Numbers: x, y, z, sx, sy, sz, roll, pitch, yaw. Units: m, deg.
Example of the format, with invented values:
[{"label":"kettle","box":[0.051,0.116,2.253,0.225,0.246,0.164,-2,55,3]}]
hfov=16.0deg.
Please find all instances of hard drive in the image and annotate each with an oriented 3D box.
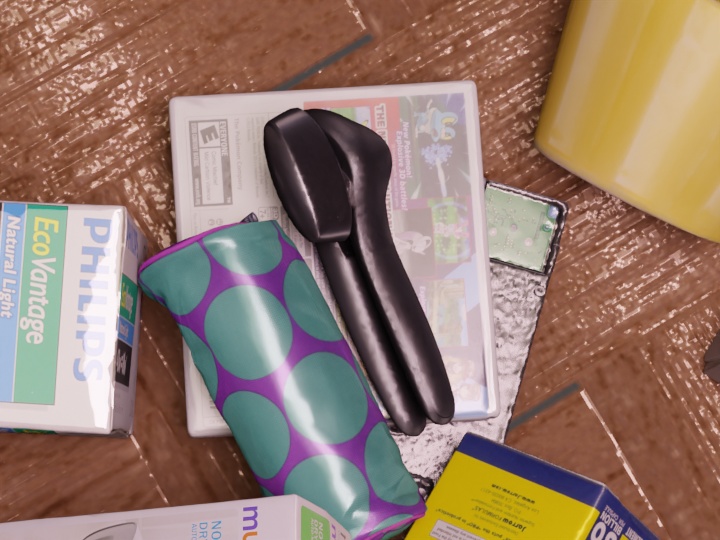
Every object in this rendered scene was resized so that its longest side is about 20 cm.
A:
[{"label":"hard drive","box":[0.032,0.037,1.519,0.140,0.038,0.200,15,84,-1]}]

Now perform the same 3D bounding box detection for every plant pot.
[{"label":"plant pot","box":[0.198,-0.127,1.480,0.201,0.201,0.189,26,99,0]}]

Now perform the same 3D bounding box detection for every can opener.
[{"label":"can opener","box":[0.000,0.000,1.455,0.079,0.063,0.200,-24,94,-32]}]

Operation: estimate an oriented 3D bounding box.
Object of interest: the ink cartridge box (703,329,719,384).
[{"label":"ink cartridge box","box":[0.325,0.049,1.510,0.200,0.084,0.145,32,83,1]}]

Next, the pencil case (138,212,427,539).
[{"label":"pencil case","box":[-0.043,0.069,1.427,0.085,0.092,0.200,-25,87,-42]}]

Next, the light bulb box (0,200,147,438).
[{"label":"light bulb box","box":[-0.226,0.028,1.426,0.200,0.198,0.125,3,86,-1]}]

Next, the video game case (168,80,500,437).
[{"label":"video game case","box":[-0.016,-0.007,1.493,0.182,0.023,0.200,-3,83,-3]}]

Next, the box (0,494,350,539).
[{"label":"box","box":[-0.097,0.231,1.333,0.176,0.097,0.200,-6,69,17]}]

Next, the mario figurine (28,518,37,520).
[{"label":"mario figurine","box":[-0.215,0.217,1.448,0.200,0.106,0.124,-8,116,3]}]

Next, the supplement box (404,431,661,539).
[{"label":"supplement box","box":[0.076,0.212,1.438,0.109,0.109,0.200,19,74,43]}]
